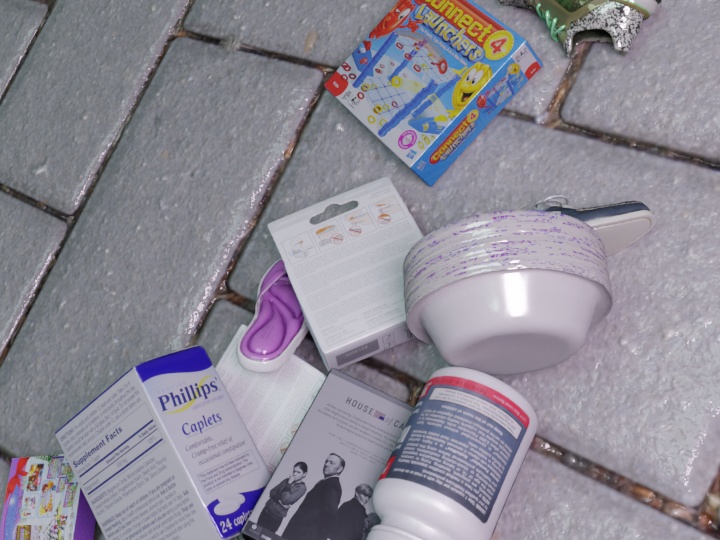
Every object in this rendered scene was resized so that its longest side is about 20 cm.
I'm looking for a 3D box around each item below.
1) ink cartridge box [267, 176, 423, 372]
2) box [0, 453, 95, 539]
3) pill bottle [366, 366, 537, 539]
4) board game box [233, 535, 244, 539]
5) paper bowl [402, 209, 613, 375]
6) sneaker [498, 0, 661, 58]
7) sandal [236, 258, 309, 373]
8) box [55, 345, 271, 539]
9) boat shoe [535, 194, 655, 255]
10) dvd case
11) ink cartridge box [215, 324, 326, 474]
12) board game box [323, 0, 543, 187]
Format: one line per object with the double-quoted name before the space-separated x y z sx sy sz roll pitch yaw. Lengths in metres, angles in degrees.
"ink cartridge box" 0.000 0.000 1.147 0.159 0.047 0.200 -22 53 -6
"box" -0.402 0.337 1.295 0.136 0.039 0.201 -9 65 28
"pill bottle" 0.080 0.204 0.962 0.119 0.120 0.200 8 55 34
"board game box" -0.107 0.273 1.142 0.134 0.029 0.200 -41 53 10
"paper bowl" 0.142 0.033 0.980 0.200 0.201 0.105 -16 62 26
"sneaker" 0.234 -0.289 1.149 0.199 0.077 0.089 19 89 39
"sandal" -0.087 0.038 1.169 0.082 0.050 0.203 8 39 5
"box" -0.208 0.213 1.092 0.184 0.105 0.201 -36 79 37
"boat shoe" 0.202 -0.038 1.050 0.199 0.075 0.062 -21 54 17
"dvd case" -0.008 0.214 1.029 0.150 0.025 0.200 25 61 9
"ink cartridge box" -0.095 0.175 1.142 0.199 0.050 0.163 29 85 26
"board game box" 0.083 -0.236 1.226 0.196 0.056 0.200 -48 53 6
